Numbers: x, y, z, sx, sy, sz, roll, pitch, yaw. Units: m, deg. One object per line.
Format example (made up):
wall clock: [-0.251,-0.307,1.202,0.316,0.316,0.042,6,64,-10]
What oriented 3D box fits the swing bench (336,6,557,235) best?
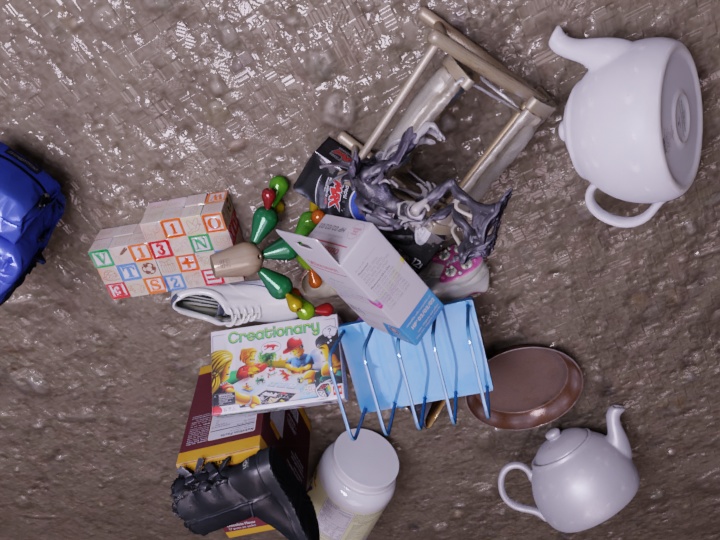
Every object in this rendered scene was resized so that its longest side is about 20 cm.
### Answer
swing bench: [0.104,-0.164,0.772,0.199,0.130,0.199,27,120,-18]

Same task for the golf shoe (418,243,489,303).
golf shoe: [0.099,0.032,0.951,0.199,0.076,0.092,-21,139,22]

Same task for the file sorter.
file sorter: [0.071,0.139,0.874,0.198,0.123,0.140,-13,103,12]

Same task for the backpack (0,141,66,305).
backpack: [-0.452,-0.069,0.789,0.168,0.200,0.162,-42,113,15]

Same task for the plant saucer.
plant saucer: [0.275,0.195,1.094,0.198,0.035,0.201,0,125,-1]

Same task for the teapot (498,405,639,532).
teapot: [0.372,0.350,1.131,0.147,0.199,0.197,55,149,6]

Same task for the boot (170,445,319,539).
boot: [-0.165,0.344,0.920,0.161,0.074,0.199,-21,116,9]

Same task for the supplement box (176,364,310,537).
supplement box: [-0.178,0.281,1.043,0.132,0.201,0.198,-14,125,9]

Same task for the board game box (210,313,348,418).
board game box: [-0.122,0.142,0.953,0.198,0.127,0.035,-9,159,6]

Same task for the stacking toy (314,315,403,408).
stacking toy: [0.011,0.115,1.003,0.199,0.116,0.110,23,125,-1]

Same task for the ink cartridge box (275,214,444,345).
ink cartridge box: [0.000,-0.003,0.794,0.068,0.115,0.200,-52,121,-14]

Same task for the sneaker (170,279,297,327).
sneaker: [-0.185,0.056,0.960,0.198,0.071,0.073,7,125,-8]

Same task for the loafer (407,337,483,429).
loafer: [0.144,0.177,1.043,0.072,0.073,0.201,-1,136,-36]

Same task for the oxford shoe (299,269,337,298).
oxford shoe: [0.000,0.000,0.922,0.199,0.074,0.071,-24,123,15]

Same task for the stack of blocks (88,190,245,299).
stack of blocks: [-0.270,-0.034,0.901,0.198,0.059,0.116,-9,126,5]

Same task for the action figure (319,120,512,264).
action figure: [0.060,-0.087,0.687,0.199,0.102,0.119,28,155,20]

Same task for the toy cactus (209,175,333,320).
toy cactus: [-0.115,-0.019,0.857,0.164,0.102,0.202,-15,106,-20]

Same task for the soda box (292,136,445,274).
soda box: [0.016,-0.085,0.835,0.199,0.071,0.063,34,119,-5]

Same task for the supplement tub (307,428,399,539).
supplement tub: [-0.021,0.400,1.166,0.144,0.145,0.201,15,124,-12]

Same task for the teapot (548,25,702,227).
teapot: [0.309,-0.168,0.764,0.145,0.202,0.197,1,172,43]
